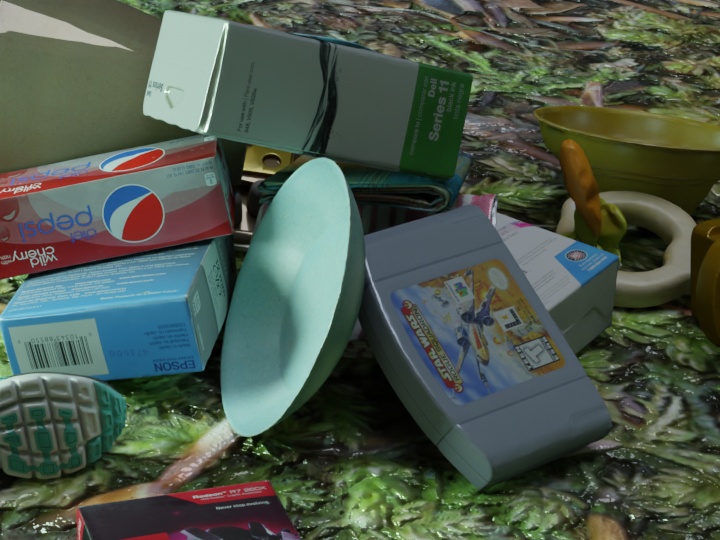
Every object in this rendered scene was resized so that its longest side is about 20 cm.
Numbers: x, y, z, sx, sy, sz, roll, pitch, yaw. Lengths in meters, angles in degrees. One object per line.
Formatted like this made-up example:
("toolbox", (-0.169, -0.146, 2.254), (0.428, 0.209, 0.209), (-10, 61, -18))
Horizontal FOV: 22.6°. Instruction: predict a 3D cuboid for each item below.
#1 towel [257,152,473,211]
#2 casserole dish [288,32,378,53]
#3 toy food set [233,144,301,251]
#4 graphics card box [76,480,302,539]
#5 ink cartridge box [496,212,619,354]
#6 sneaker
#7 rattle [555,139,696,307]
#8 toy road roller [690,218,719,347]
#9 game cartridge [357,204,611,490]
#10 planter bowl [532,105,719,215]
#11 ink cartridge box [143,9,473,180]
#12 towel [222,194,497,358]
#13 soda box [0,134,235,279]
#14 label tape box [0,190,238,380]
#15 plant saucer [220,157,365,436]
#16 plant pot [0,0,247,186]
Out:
("towel", (0.010, -0.072, 1.404), (0.146, 0.022, 0.200), (2, 11, 8))
("casserole dish", (-0.036, -0.181, 1.615), (0.121, 0.039, 0.200), (7, -1, 19))
("toy food set", (-0.046, -0.083, 1.536), (0.200, 0.060, 0.144), (8, 50, -2))
("graphics card box", (-0.083, 0.197, 1.030), (0.125, 0.051, 0.200), (-5, 28, -19))
("ink cartridge box", (0.088, 0.007, 1.421), (0.200, 0.068, 0.115), (22, 35, 31))
("sneaker", (-0.258, 0.093, 1.196), (0.200, 0.078, 0.091), (-4, 23, -19))
("rattle", (0.262, -0.046, 1.482), (0.200, 0.143, 0.130), (9, 29, 11))
("toy road roller", (0.350, 0.005, 1.420), (0.200, 0.123, 0.146), (-11, 18, -27))
("game cartridge", (0.075, 0.050, 1.259), (0.133, 0.042, 0.200), (-15, 65, -38))
("planter bowl", (0.249, -0.090, 1.618), (0.200, 0.084, 0.200), (6, 13, -1))
("ink cartridge box", (-0.042, -0.129, 1.319), (0.200, 0.083, 0.147), (9, 7, -26))
("towel", (0.000, 0.000, 1.365), (0.200, 0.030, 0.147), (-1, 50, 17))
("soda box", (-0.196, -0.047, 1.334), (0.200, 0.064, 0.070), (-11, 21, 2))
("label tape box", (-0.171, 0.011, 1.353), (0.143, 0.066, 0.200), (-7, 22, 11))
("plant saucer", (-0.040, 0.022, 1.253), (0.039, 0.201, 0.201), (18, 20, -23))
("plant pot", (-0.186, -0.129, 1.422), (0.200, 0.188, 0.187), (9, 26, -3))
